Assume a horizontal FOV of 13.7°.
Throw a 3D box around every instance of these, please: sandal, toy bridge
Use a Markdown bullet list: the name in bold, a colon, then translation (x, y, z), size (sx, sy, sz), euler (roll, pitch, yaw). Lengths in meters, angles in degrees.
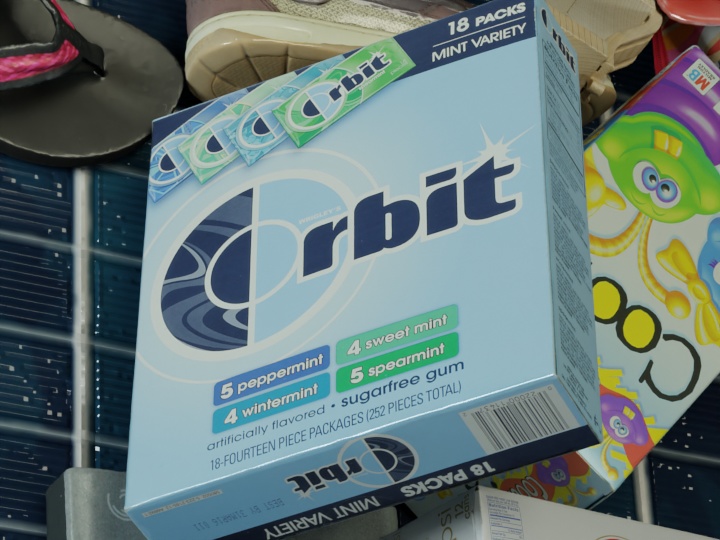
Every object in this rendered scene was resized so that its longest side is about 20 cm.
- **sandal**: translation (-0.159, -0.097, 1.170), size (0.200, 0.045, 0.075), euler (20, 56, -21)
- **toy bridge**: translation (0.098, -0.121, 1.298), size (0.067, 0.027, 0.200), euler (30, 26, -15)

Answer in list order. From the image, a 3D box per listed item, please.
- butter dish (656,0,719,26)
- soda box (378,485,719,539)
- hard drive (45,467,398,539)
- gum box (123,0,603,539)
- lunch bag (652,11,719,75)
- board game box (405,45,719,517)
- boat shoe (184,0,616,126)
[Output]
- **butter dish**: translation (0.219, -0.219, 1.281), size (0.199, 0.148, 0.200), euler (-1, 61, 7)
- **soda box**: translation (0.102, 0.139, 1.163), size (0.200, 0.068, 0.064), euler (16, 57, -36)
- **hard drive**: translation (-0.045, 0.175, 1.097), size (0.139, 0.033, 0.200), euler (9, 60, -27)
- **gum box**: translation (0.000, 0.000, 1.114), size (0.045, 0.170, 0.200), euler (55, 26, -40)
- **lunch bag**: translation (0.201, -0.148, 1.393), size (0.176, 0.082, 0.200), euler (15, 58, -24)
- **board game box**: translation (0.093, 0.015, 1.223), size (0.103, 0.105, 0.200), euler (47, 50, 0)
- **boat shoe**: translation (0.017, -0.097, 1.262), size (0.200, 0.072, 0.065), euler (4, 63, -26)
